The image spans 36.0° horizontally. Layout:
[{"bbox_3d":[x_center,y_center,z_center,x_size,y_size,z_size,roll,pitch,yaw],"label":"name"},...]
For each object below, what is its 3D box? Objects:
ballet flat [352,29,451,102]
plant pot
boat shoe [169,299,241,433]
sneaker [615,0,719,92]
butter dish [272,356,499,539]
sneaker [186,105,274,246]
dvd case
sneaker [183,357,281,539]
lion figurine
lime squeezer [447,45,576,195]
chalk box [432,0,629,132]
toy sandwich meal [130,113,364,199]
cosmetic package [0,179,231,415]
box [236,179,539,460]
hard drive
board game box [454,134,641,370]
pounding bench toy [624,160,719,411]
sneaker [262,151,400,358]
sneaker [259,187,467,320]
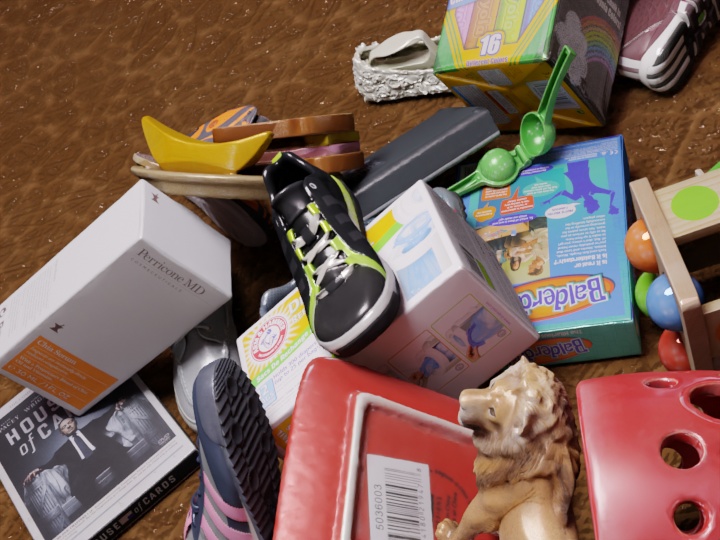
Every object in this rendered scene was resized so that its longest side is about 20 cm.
[{"bbox_3d":[0.081,-0.214,1.109,0.196,0.072,0.073,-9,47,18],"label":"ballet flat"},{"bbox_3d":[0.219,0.155,0.619,0.179,0.202,0.203,-5,47,10],"label":"plant pot"},{"bbox_3d":[-0.144,0.052,0.971,0.069,0.072,0.203,-21,44,6],"label":"boat shoe"},{"bbox_3d":[0.283,-0.259,1.047,0.114,0.076,0.201,19,61,40],"label":"sneaker"},{"bbox_3d":[0.021,0.188,0.727,0.196,0.148,0.203,21,48,-15],"label":"butter dish"},{"bbox_3d":[-0.120,-0.106,1.099,0.112,0.078,0.200,-40,45,-11],"label":"sneaker"},{"bbox_3d":[-0.240,0.151,0.963,0.150,0.025,0.200,-39,46,-12],"label":"dvd case"},{"bbox_3d":[-0.096,0.159,0.768,0.081,0.204,0.070,-7,17,21],"label":"sneaker"},{"bbox_3d":[0.097,0.159,0.606,0.071,0.123,0.203,1,55,-29],"label":"lion figurine"},{"bbox_3d":[0.122,-0.099,0.925,0.200,0.070,0.038,-44,71,26],"label":"lime squeezer"},{"bbox_3d":[0.162,-0.244,1.002,0.122,0.124,0.204,0,69,39],"label":"chalk box"},{"bbox_3d":[-0.098,-0.102,0.946,0.201,0.072,0.205,3,8,0],"label":"toy sandwich meal"},{"bbox_3d":[-0.209,0.028,0.924,0.199,0.101,0.072,-37,38,25],"label":"cosmetic package"},{"bbox_3d":[0.014,0.052,0.827,0.199,0.101,0.113,-41,37,15],"label":"box"},{"bbox_3d":[0.020,-0.084,0.997,0.198,0.033,0.140,-33,12,-4],"label":"hard drive"},{"bbox_3d":[0.148,-0.015,0.909,0.149,0.045,0.202,-8,47,20],"label":"board game box"},{"bbox_3d":[0.268,-0.026,0.805,0.153,0.125,0.202,-18,45,10],"label":"pounding bench toy"},{"bbox_3d":[-0.035,-0.018,0.782,0.072,0.083,0.201,-42,34,12],"label":"sneaker"},{"bbox_3d":[0.000,0.000,0.901,0.200,0.095,0.080,-42,40,10],"label":"sneaker"}]
